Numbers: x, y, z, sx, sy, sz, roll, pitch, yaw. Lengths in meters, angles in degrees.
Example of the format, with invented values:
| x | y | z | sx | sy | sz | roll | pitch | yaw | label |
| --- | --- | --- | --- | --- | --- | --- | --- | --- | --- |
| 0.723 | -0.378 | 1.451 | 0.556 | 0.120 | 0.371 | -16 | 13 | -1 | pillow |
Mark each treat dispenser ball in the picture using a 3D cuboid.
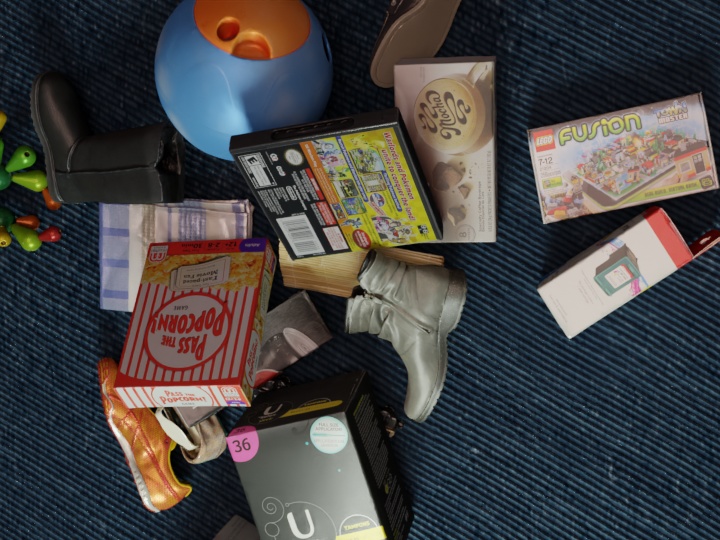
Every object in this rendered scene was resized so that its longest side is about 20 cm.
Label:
| x | y | z | sx | sy | sz | roll | pitch | yaw | label |
| --- | --- | --- | --- | --- | --- | --- | --- | --- | --- |
| -0.130 | -0.224 | 1.301 | 0.198 | 0.201 | 0.204 | 1 | 95 | 10 | treat dispenser ball |

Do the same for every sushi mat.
| x | y | z | sx | sy | sz | roll | pitch | yaw | label |
| --- | --- | --- | --- | --- | --- | --- | --- | --- | --- |
| 0.000 | 0.000 | 1.369 | 0.197 | 0.012 | 0.096 | 11 | 138 | 9 | sushi mat |

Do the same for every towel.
| x | y | z | sx | sy | sz | roll | pitch | yaw | label |
| --- | --- | --- | --- | --- | --- | --- | --- | --- | --- |
| -0.226 | -0.017 | 1.428 | 0.197 | 0.024 | 0.149 | 3 | 98 | 12 | towel |

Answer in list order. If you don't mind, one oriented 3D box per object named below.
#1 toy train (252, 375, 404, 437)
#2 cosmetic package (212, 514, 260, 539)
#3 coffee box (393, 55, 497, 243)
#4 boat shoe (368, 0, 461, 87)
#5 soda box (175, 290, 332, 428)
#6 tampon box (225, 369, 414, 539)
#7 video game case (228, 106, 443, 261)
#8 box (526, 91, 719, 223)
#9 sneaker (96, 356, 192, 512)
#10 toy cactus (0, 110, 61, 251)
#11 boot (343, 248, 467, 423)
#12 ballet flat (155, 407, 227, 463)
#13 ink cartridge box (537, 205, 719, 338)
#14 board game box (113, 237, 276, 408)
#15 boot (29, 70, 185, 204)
| x | y | z | sx | sy | sz | roll | pitch | yaw | label |
| --- | --- | --- | --- | --- | --- | --- | --- | --- | --- |
| -0.044 | 0.167 | 1.408 | 0.197 | 0.034 | 0.046 | 15 | 101 | 9 | toy train |
| -0.176 | 0.413 | 1.415 | 0.080 | 0.113 | 0.202 | 27 | 98 | 6 | cosmetic package |
| 0.099 | -0.136 | 1.317 | 0.111 | 0.080 | 0.203 | 0 | 104 | 9 | coffee box |
| 0.068 | -0.305 | 1.343 | 0.201 | 0.072 | 0.063 | -57 | 42 | 15 | boat shoe |
| -0.134 | 0.104 | 1.370 | 0.199 | 0.063 | 0.071 | -32 | 89 | -9 | soda box |
| -0.043 | 0.242 | 1.346 | 0.148 | 0.126 | 0.202 | -15 | 103 | 16 | tampon box |
| -0.020 | -0.086 | 1.235 | 0.178 | 0.201 | 0.026 | -7 | 54 | 15 | video game case |
| 0.295 | -0.126 | 1.321 | 0.197 | 0.035 | 0.112 | -12 | 93 | 11 | box |
| -0.269 | 0.196 | 1.442 | 0.076 | 0.073 | 0.202 | -25 | 95 | -11 | sneaker |
| -0.465 | -0.100 | 1.435 | 0.164 | 0.102 | 0.201 | -28 | 99 | 21 | toy cactus |
| 0.039 | 0.073 | 1.340 | 0.129 | 0.068 | 0.202 | 9 | 113 | -6 | boot |
| -0.230 | 0.144 | 1.412 | 0.068 | 0.067 | 0.201 | -32 | 90 | 43 | ballet flat |
| 0.296 | -0.012 | 1.290 | 0.199 | 0.116 | 0.068 | -34 | 89 | 10 | ink cartridge box |
| -0.185 | 0.058 | 1.331 | 0.149 | 0.047 | 0.202 | -3 | 54 | 13 | board game box |
| -0.294 | -0.157 | 1.364 | 0.198 | 0.065 | 0.167 | 3 | 109 | 40 | boot |
